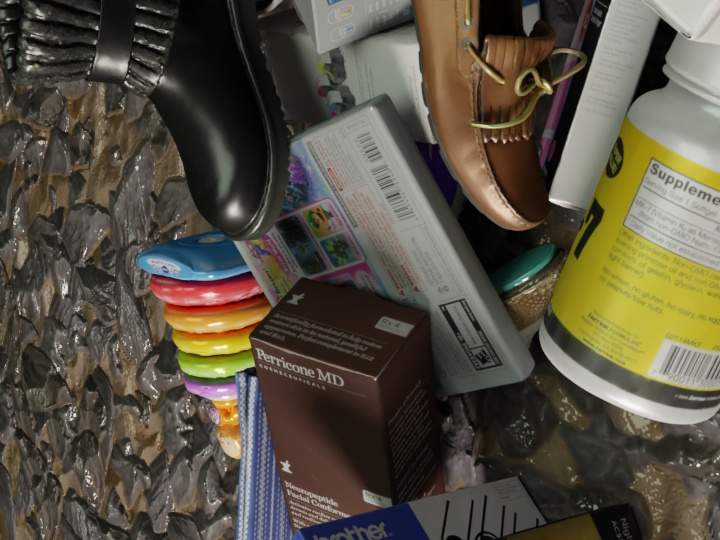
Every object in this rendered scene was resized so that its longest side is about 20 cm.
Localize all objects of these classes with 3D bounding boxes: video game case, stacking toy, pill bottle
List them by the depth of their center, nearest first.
[{"bbox_3d":[0.183,-0.029,0.623,0.114,0.114,0.202,38,118,40],"label":"pill bottle"},{"bbox_3d":[0.000,0.000,0.761,0.181,0.024,0.201,-17,108,46],"label":"video game case"},{"bbox_3d":[-0.120,0.070,0.987,0.115,0.109,0.202,10,110,44],"label":"stacking toy"}]

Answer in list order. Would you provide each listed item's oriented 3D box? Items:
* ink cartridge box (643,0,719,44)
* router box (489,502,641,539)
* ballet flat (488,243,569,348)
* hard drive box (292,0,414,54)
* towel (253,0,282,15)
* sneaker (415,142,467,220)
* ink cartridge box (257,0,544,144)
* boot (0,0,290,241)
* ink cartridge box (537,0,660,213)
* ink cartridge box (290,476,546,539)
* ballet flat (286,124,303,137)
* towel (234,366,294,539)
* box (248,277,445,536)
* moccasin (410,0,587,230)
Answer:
[{"bbox_3d":[0.217,-0.176,0.514,0.085,0.199,0.146,55,129,30],"label":"ink cartridge box"},{"bbox_3d":[0.127,0.251,0.665,0.052,0.156,0.202,-32,69,43],"label":"router box"},{"bbox_3d":[0.080,0.040,0.790,0.199,0.070,0.066,-25,101,48],"label":"ballet flat"},{"bbox_3d":[0.034,-0.248,0.714,0.077,0.198,0.157,82,165,-67],"label":"hard drive box"},{"bbox_3d":[-0.073,-0.223,0.863,0.199,0.191,0.032,-14,117,47],"label":"towel"},{"bbox_3d":[0.006,-0.029,0.827,0.070,0.099,0.201,44,123,34],"label":"sneaker"},{"bbox_3d":[0.016,-0.147,0.793,0.199,0.115,0.068,17,124,47],"label":"ink cartridge box"},{"bbox_3d":[-0.137,-0.116,0.705,0.079,0.157,0.213,-18,83,48],"label":"boot"},{"bbox_3d":[0.151,-0.142,0.674,0.095,0.037,0.202,-77,5,-71],"label":"ink cartridge box"},{"bbox_3d":[0.049,0.194,0.717,0.094,0.199,0.044,57,130,29],"label":"ink cartridge box"},{"bbox_3d":[-0.079,-0.100,0.950,0.200,0.070,0.071,36,118,41],"label":"ballet flat"},{"bbox_3d":[-0.053,0.129,0.848,0.024,0.200,0.146,3,95,16],"label":"towel"},{"bbox_3d":[-0.003,0.112,0.777,0.099,0.075,0.201,15,131,28],"label":"box"},{"bbox_3d":[0.077,-0.122,0.629,0.077,0.073,0.204,-4,100,35],"label":"moccasin"}]
